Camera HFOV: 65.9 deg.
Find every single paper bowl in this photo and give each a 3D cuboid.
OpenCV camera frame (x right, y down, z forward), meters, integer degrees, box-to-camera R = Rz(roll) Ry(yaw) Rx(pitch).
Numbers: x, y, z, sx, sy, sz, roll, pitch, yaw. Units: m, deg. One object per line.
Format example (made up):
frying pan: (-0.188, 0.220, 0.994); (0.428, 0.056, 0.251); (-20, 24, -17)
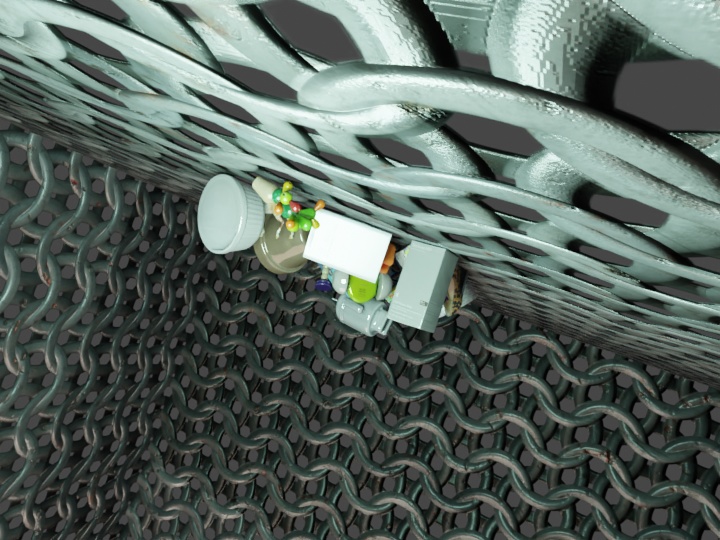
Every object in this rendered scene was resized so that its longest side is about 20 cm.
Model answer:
paper bowl: (0.297, 0.091, 1.936); (0.106, 0.198, 0.201); (64, 177, 5)

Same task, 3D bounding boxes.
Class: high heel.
high heel: (0.237, 0.049, 1.589); (0.198, 0.145, 0.071); (21, 177, -43)

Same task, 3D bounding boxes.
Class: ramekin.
ramekin: (-0.336, -0.144, 1.463); (0.200, 0.207, 0.093); (18, -170, 39)

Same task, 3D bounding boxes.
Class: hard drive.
hard drive: (-0.034, -0.064, 1.398); (0.197, 0.134, 0.026); (20, -165, 0)

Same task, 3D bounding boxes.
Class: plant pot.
plant pot: (-0.185, -0.096, 1.599); (0.173, 0.204, 0.198); (-6, 160, 44)

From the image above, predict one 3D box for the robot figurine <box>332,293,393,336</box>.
robot figurine: (0.005, 0.127, 1.708); (0.198, 0.114, 0.170); (24, 168, 29)

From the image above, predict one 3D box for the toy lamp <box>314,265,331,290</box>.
toy lamp: (-0.094, -0.044, 1.630); (0.057, 0.204, 0.058); (5, 157, 2)

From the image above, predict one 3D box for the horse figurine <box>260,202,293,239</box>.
horse figurine: (-0.241, -0.156, 1.505); (0.197, 0.135, 0.050); (10, -164, 32)

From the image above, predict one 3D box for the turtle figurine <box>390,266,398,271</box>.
turtle figurine: (-0.019, -0.031, 1.804); (0.193, 0.145, 0.200); (32, 170, 48)

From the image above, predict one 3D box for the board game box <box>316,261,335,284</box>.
board game box: (-0.099, -0.045, 1.945); (0.152, 0.047, 0.200); (53, -163, -3)

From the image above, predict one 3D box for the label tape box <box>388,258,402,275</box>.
label tape box: (0.150, 0.031, 2.019); (0.142, 0.064, 0.201); (21, -154, -26)

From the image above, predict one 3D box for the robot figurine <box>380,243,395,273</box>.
robot figurine: (-0.006, -0.062, 1.474); (0.197, 0.119, 0.144); (19, -179, -9)

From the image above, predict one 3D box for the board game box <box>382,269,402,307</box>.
board game box: (0.145, 0.041, 1.754); (0.057, 0.198, 0.165); (63, 167, -14)

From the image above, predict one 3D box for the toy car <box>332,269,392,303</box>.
toy car: (0.000, 0.000, 1.628); (0.171, 0.204, 0.150); (8, 166, -14)

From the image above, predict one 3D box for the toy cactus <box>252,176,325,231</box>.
toy cactus: (-0.165, -0.154, 1.223); (0.164, 0.103, 0.200); (39, -176, 9)

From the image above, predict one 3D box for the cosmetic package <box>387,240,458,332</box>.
cosmetic package: (0.154, 0.039, 1.363); (0.105, 0.204, 0.090); (15, 178, 36)

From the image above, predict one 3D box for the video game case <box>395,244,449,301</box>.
video game case: (0.167, 0.013, 1.568); (0.183, 0.036, 0.200); (56, 177, -1)
